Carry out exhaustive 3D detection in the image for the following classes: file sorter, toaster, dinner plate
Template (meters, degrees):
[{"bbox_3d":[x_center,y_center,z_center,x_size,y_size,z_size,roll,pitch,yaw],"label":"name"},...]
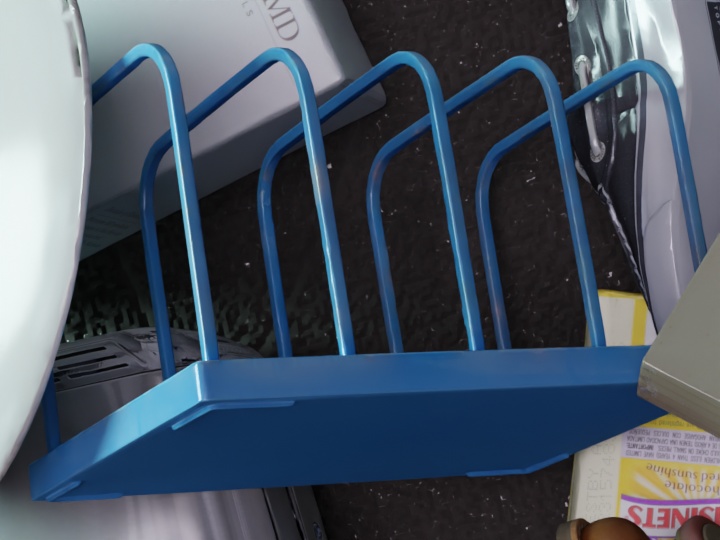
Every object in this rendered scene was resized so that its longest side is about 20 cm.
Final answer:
[{"bbox_3d":[0.000,0.000,0.848,0.200,0.139,0.123,-1,74,-30],"label":"file sorter"},{"bbox_3d":[-0.107,0.098,0.941,0.200,0.114,0.129,-14,80,17],"label":"toaster"},{"bbox_3d":[-0.140,-0.015,0.851,0.024,0.200,0.200,11,90,-29],"label":"dinner plate"}]

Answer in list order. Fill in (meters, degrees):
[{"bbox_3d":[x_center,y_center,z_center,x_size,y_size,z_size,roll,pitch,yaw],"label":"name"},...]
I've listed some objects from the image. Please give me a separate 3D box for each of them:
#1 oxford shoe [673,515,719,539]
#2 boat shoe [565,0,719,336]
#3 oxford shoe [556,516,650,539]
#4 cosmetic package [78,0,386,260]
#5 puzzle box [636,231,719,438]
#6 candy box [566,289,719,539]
[{"bbox_3d":[0.142,0.184,0.886,0.074,0.071,0.200,-25,90,20],"label":"oxford shoe"},{"bbox_3d":[0.107,-0.052,0.917,0.068,0.072,0.200,-17,78,49],"label":"boat shoe"},{"bbox_3d":[0.135,0.155,0.817,0.071,0.071,0.200,-37,80,15],"label":"oxford shoe"},{"bbox_3d":[-0.104,-0.066,0.968,0.200,0.071,0.101,-27,81,11],"label":"cosmetic package"},{"bbox_3d":[0.193,-0.010,0.815,0.133,0.025,0.200,27,64,16],"label":"puzzle box"},{"bbox_3d":[0.177,0.065,0.914,0.200,0.026,0.102,5,89,14],"label":"candy box"}]
